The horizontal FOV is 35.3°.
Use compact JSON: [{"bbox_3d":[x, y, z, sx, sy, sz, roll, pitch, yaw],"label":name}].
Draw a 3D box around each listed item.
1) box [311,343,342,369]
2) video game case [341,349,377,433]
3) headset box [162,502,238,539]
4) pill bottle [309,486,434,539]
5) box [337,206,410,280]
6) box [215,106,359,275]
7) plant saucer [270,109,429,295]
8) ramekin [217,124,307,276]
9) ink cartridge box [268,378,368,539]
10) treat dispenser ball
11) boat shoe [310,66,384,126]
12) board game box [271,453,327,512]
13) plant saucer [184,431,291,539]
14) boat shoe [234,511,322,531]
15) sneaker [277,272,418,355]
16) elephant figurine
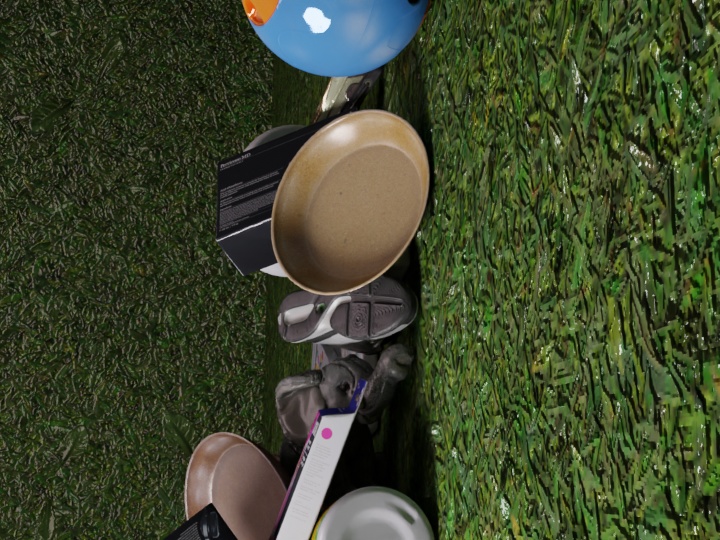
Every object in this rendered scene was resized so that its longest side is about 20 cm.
[{"bbox_3d":[-0.045,0.184,1.653,0.200,0.041,0.158,-130,43,-76],"label":"box"},{"bbox_3d":[-0.003,0.121,1.450,0.182,0.023,0.203,116,155,-70],"label":"video game case"},{"bbox_3d":[-0.114,0.352,1.098,0.200,0.092,0.175,48,163,21],"label":"headset box"},{"bbox_3d":[0.000,0.278,1.101,0.200,0.109,0.113,118,153,-70],"label":"pill bottle"},{"bbox_3d":[0.000,0.000,1.284,0.200,0.081,0.069,109,161,-66],"label":"box"},{"bbox_3d":[-0.075,-0.097,1.389,0.079,0.198,0.143,55,-159,-46],"label":"box"},{"bbox_3d":[-0.005,-0.066,1.165,0.035,0.198,0.203,30,-129,-49],"label":"plant saucer"},{"bbox_3d":[-0.091,-0.101,1.556,0.098,0.197,0.204,137,135,-66],"label":"ramekin"},{"bbox_3d":[-0.044,0.196,1.107,0.095,0.037,0.202,140,153,-84],"label":"ink cartridge box"},{"bbox_3d":[-0.024,-0.296,1.127,0.201,0.198,0.204,-178,90,-81],"label":"treat dispenser ball"},{"bbox_3d":[-0.027,-0.187,1.451,0.072,0.065,0.203,-62,-5,-62],"label":"boat shoe"},{"bbox_3d":[-0.092,0.312,1.351,0.097,0.197,0.161,72,-169,-53],"label":"board game box"},{"bbox_3d":[-0.120,0.272,1.232,0.199,0.034,0.204,13,107,45],"label":"plant saucer"},{"bbox_3d":[-0.084,0.277,1.284,0.200,0.063,0.074,31,87,37],"label":"boat shoe"},{"bbox_3d":[0.012,0.047,1.229,0.199,0.114,0.077,-9,74,47],"label":"sneaker"},{"bbox_3d":[-0.021,0.150,1.238,0.142,0.153,0.203,-64,-20,-74],"label":"elephant figurine"}]
